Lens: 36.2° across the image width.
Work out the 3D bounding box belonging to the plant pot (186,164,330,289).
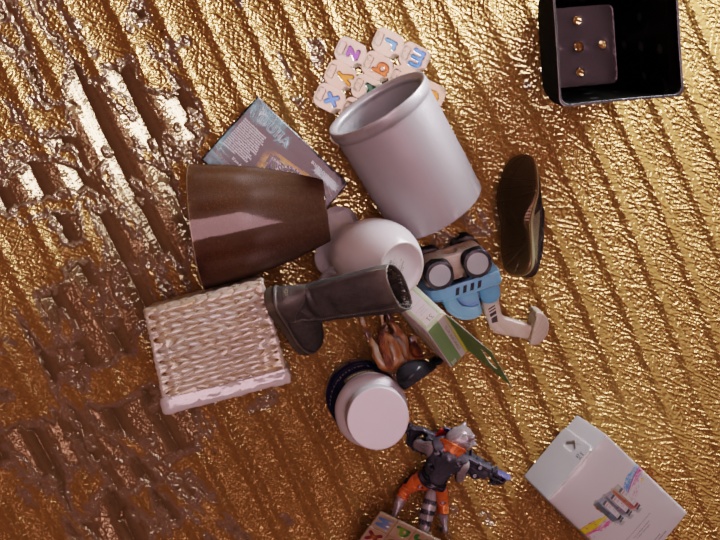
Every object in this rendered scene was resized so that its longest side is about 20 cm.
[{"bbox_3d":[-0.147,-0.078,1.653,0.197,0.187,0.189,-8,96,-2],"label":"plant pot"}]

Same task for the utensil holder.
[{"bbox_3d":[0.072,-0.173,1.691,0.169,0.170,0.201,-34,113,-4],"label":"utensil holder"}]

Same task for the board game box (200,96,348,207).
[{"bbox_3d":[-0.134,-0.157,1.743,0.200,0.028,0.135,43,87,-9],"label":"board game box"}]

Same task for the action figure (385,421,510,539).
[{"bbox_3d":[0.149,0.343,1.796,0.198,0.105,0.195,20,103,-5],"label":"action figure"}]

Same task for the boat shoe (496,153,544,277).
[{"bbox_3d":[0.264,-0.086,1.795,0.072,0.065,0.203,0,78,30],"label":"boat shoe"}]

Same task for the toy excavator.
[{"bbox_3d":[0.196,0.044,1.790,0.192,0.100,0.202,-17,110,-5],"label":"toy excavator"}]

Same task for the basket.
[{"bbox_3d":[-0.220,0.109,1.672,0.198,0.198,0.163,-15,93,-6],"label":"basket"}]

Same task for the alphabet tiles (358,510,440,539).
[{"bbox_3d":[0.055,0.493,1.797,0.166,0.008,0.201,27,117,-10],"label":"alphabet tiles"}]

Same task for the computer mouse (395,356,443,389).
[{"bbox_3d":[0.095,0.150,1.729,0.058,0.200,0.034,-36,83,13],"label":"computer mouse"}]

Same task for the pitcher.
[{"bbox_3d":[0.000,0.000,1.685,0.120,0.199,0.173,15,93,-35],"label":"pitcher"}]

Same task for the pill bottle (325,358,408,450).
[{"bbox_3d":[0.012,0.209,1.712,0.114,0.200,0.117,-1,95,-9],"label":"pill bottle"}]

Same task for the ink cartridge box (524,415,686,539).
[{"bbox_3d":[0.398,0.368,1.814,0.200,0.145,0.145,44,88,-9],"label":"ink cartridge box"}]

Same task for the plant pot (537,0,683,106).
[{"bbox_3d":[0.373,-0.362,1.728,0.197,0.177,0.202,-6,96,-7],"label":"plant pot"}]

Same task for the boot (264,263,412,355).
[{"bbox_3d":[-0.020,0.056,1.602,0.198,0.182,0.073,-15,62,14],"label":"boot"}]

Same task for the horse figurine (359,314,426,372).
[{"bbox_3d":[0.046,0.109,1.722,0.049,0.200,0.134,-21,95,13],"label":"horse figurine"}]

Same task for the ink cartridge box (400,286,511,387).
[{"bbox_3d":[0.137,0.107,1.703,0.048,0.146,0.200,-43,57,-4],"label":"ink cartridge box"}]

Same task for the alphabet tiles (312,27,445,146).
[{"bbox_3d":[0.031,-0.279,1.765,0.194,0.015,0.202,25,91,-10],"label":"alphabet tiles"}]
